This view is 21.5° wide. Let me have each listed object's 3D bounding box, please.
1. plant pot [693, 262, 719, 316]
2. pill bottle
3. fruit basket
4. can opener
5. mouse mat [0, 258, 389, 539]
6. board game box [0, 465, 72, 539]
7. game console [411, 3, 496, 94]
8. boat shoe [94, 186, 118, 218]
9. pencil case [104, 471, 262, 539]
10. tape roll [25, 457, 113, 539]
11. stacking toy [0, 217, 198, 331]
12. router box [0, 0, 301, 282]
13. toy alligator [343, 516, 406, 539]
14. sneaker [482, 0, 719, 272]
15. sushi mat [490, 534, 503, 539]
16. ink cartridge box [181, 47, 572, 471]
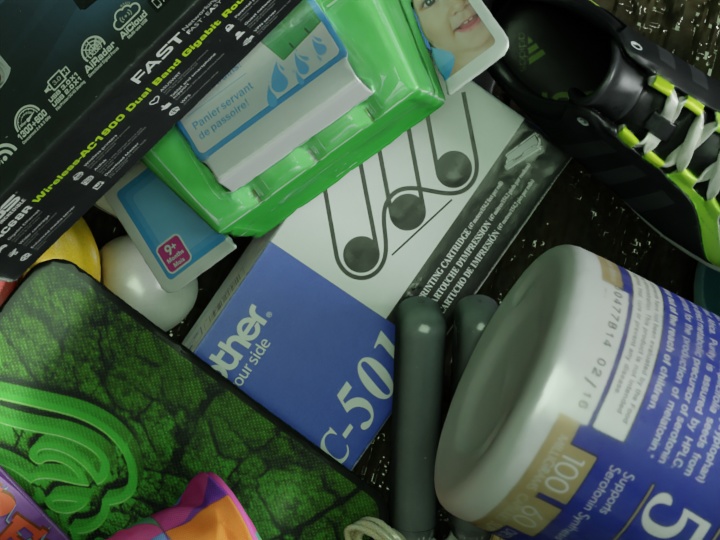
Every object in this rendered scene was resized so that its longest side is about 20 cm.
[{"bbox_3d":[0.287,0.015,0.858,0.188,0.200,0.200,42,82,-17],"label":"plant pot"},{"bbox_3d":[0.142,0.083,0.771,0.199,0.120,0.120,26,83,-9],"label":"pill bottle"},{"bbox_3d":[-0.065,-0.121,0.799,0.185,0.094,0.200,-34,88,11],"label":"fruit basket"},{"bbox_3d":[0.040,0.109,0.852,0.052,0.066,0.201,-1,109,-8],"label":"can opener"},{"bbox_3d":[-0.103,0.112,0.820,0.200,0.008,0.161,37,83,-13],"label":"mouse mat"},{"bbox_3d":[-0.153,0.167,0.794,0.120,0.032,0.200,-44,102,-13],"label":"board game box"},{"bbox_3d":[-0.022,-0.131,0.868,0.199,0.176,0.117,17,55,-5],"label":"game console"},{"bbox_3d":[-0.152,-0.081,0.865,0.200,0.062,0.072,38,53,-7],"label":"boat shoe"},{"bbox_3d":[-0.125,0.156,0.744,0.199,0.088,0.089,-24,88,-13],"label":"pencil case"},{"bbox_3d":[-0.199,0.160,0.837,0.199,0.048,0.201,0,89,-7],"label":"tape roll"},{"bbox_3d":[-0.167,0.000,0.845,0.199,0.146,0.147,5,85,-21],"label":"stacking toy"},{"bbox_3d":[-0.126,-0.118,0.753,0.200,0.062,0.150,-43,69,8],"label":"router box"},{"bbox_3d":[0.089,0.146,0.810,0.200,0.059,0.054,30,41,8],"label":"toy alligator"},{"bbox_3d":[0.117,-0.060,0.799,0.200,0.083,0.072,36,102,19],"label":"sneaker"},{"bbox_3d":[0.098,0.152,0.840,0.095,0.012,0.201,15,80,6],"label":"sushi mat"},{"bbox_3d":[0.000,0.000,0.864,0.094,0.044,0.200,33,96,-12],"label":"ink cartridge box"}]
